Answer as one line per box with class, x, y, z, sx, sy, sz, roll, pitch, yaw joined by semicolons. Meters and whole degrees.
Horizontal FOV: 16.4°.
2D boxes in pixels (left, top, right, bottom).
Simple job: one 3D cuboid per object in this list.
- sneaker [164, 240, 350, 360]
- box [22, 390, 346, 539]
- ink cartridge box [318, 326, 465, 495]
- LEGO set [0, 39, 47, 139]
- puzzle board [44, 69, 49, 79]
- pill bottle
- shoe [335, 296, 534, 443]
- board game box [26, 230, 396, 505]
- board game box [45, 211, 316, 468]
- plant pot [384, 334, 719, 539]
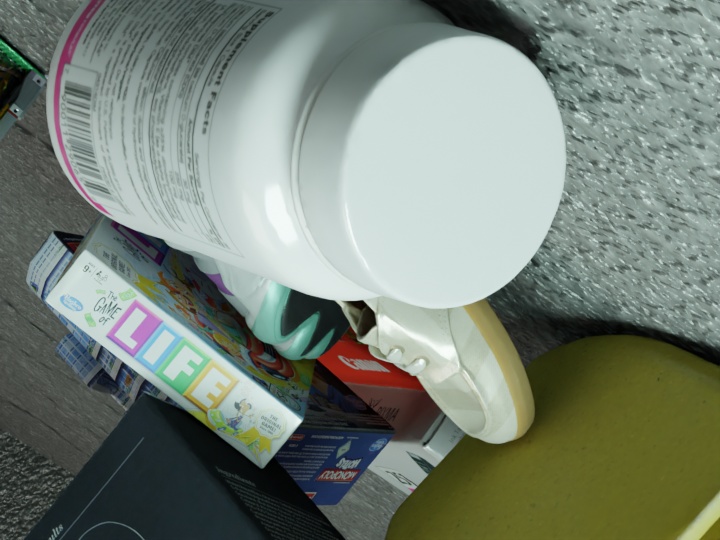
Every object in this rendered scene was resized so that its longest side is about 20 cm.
sneaker;-0.080;-0.040;1.232;0.140;0.078;0.200;30;163;34
box;-0.068;0.183;1.166;0.200;0.148;0.107;46;-170;38
ink cartridge box;0.015;0.086;1.494;0.174;0.044;0.200;34;169;-16
LEGO set;-0.283;-0.110;1.409;0.200;0.116;0.154;44;166;-32
puzzle board;-0.074;-0.039;1.345;0.200;0.017;0.151;42;167;-23
pill bottle;-0.022;-0.052;0.917;0.113;0.113;0.200;44;166;-34
shoe;0.000;0.000;1.079;0.200;0.053;0.070;53;161;-4
board game box;-0.103;0.041;1.373;0.200;0.062;0.200;44;-166;22
board game box;-0.085;0.018;1.284;0.134;0.034;0.200;38;-167;-8
plant pot;0.122;0.143;1.108;0.196;0.194;0.200;44;177;-35
